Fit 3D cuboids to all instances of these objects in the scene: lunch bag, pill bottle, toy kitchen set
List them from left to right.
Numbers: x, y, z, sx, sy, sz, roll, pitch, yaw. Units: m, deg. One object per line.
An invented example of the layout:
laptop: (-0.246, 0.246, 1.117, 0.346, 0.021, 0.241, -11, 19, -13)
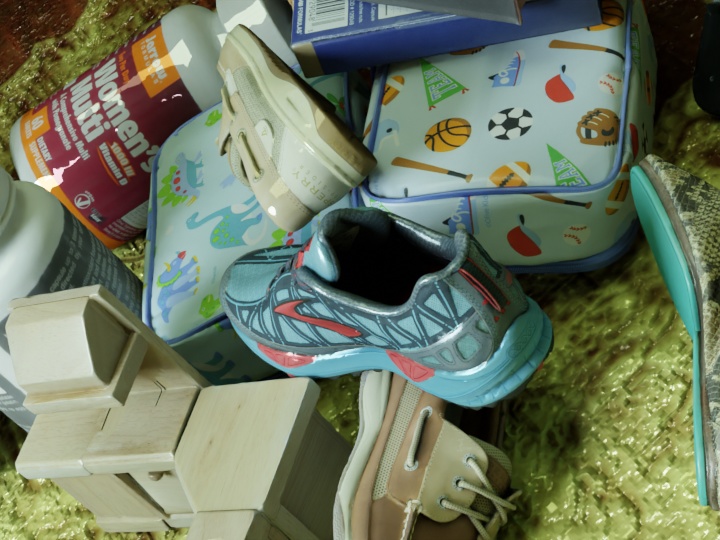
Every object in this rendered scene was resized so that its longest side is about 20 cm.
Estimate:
pill bottle: (-0.191, 0.021, 1.042, 0.113, 0.200, 0.114, -25, 39, 22)
toy kitchen set: (-0.129, 0.128, 0.907, 0.199, 0.163, 0.181, -8, 48, 39)
pill bottle: (-0.123, -0.105, 1.183, 0.199, 0.110, 0.110, -33, 37, 15)
lunch bag: (-0.051, -0.026, 1.058, 0.160, 0.083, 0.201, -26, 40, 18)
lunch bag: (0.077, -0.087, 0.976, 0.159, 0.076, 0.201, -4, 46, 17)

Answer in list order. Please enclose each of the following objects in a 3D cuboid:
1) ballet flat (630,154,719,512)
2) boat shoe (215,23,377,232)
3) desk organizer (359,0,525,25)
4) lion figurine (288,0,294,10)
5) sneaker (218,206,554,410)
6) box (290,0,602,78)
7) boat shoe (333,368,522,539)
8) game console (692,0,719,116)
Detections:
ballet flat: (0.175, 0.023, 0.821, 0.075, 0.068, 0.201, -10, 48, 6)
boat shoe: (-0.050, -0.078, 0.973, 0.065, 0.072, 0.200, -47, 28, 5)
desk organizer: (0.004, -0.195, 0.954, 0.199, 0.072, 0.077, 13, 56, 28)
lion figurine: (-0.055, -0.218, 1.126, 0.199, 0.072, 0.123, 21, 73, 36)
sneaker: (0.000, 0.000, 0.868, 0.199, 0.096, 0.080, 6, 52, 42)
box: (0.062, -0.173, 0.982, 0.198, 0.032, 0.122, -9, 50, 14)
boat shoe: (0.036, 0.103, 0.854, 0.071, 0.076, 0.201, -20, 43, 25)
game console: (0.291, -0.150, 0.915, 0.199, 0.116, 0.177, 12, 92, 49)
